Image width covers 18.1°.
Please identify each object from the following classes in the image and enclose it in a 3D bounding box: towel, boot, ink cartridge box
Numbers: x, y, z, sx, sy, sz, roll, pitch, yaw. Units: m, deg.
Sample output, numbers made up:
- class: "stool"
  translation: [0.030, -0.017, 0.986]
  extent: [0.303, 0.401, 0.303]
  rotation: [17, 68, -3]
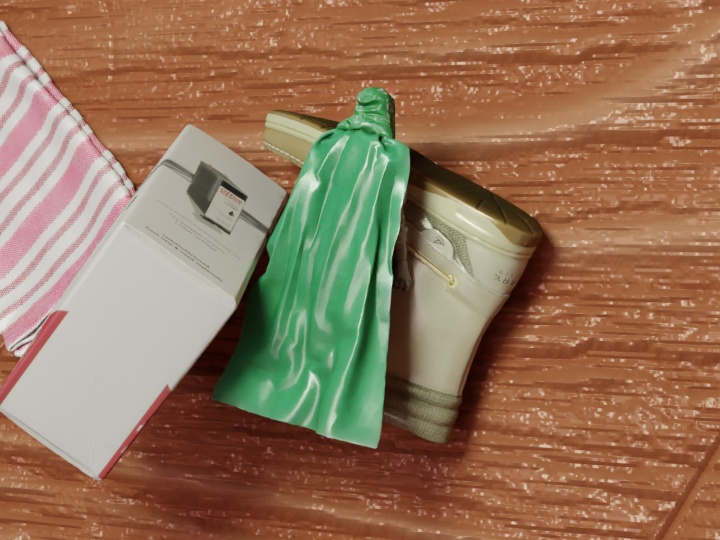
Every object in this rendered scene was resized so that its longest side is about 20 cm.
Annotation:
- class: "towel"
  translation: [-0.241, -0.058, 1.547]
  extent: [0.146, 0.030, 0.200]
  rotation: [-49, 65, 20]
- class: "boot"
  translation: [0.000, 0.000, 1.373]
  extent: [0.200, 0.072, 0.155]
  rotation: [30, 106, 29]
- class: "ink cartridge box"
  translation: [-0.129, 0.014, 1.367]
  extent: [0.083, 0.200, 0.147]
  rotation: [36, 110, -7]

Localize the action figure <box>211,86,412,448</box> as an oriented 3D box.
- class: "action figure"
  translation: [-0.011, -0.008, 1.308]
  extent: [0.118, 0.055, 0.200]
  rotation: [15, 92, 28]
